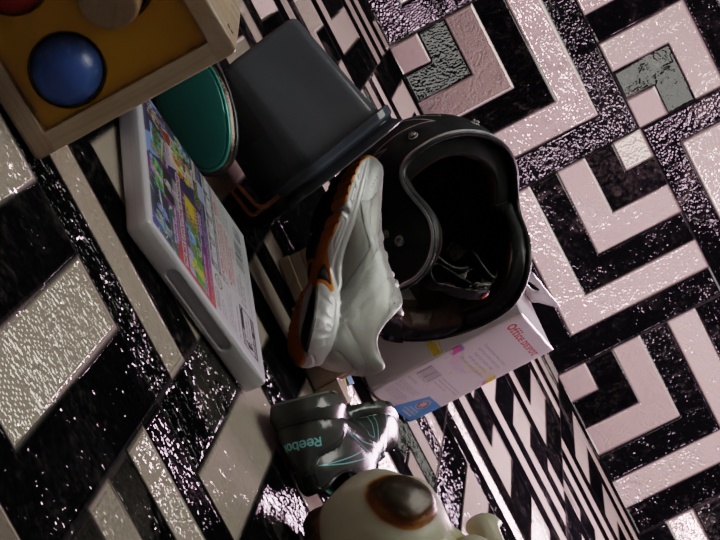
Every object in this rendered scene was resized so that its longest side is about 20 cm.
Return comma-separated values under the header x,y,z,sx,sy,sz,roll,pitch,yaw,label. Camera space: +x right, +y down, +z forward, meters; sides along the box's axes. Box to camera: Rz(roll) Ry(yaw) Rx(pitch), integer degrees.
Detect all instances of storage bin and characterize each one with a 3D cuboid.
x,y,z,sx,sy,sz,roll,pitch,yaw,label
-0.073,-0.133,1.865,0.135,0.145,0.200,52,-15,-3,storage bin

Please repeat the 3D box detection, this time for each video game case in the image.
x,y,z,sx,sy,sz,roll,pitch,yaw,label
-0.134,-0.029,1.611,0.183,0.023,0.201,57,13,-35,video game case

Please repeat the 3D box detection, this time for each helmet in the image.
x,y,z,sx,sy,sz,roll,pitch,yaw,label
0.063,-0.048,1.974,0.200,0.198,0.192,46,30,-60,helmet

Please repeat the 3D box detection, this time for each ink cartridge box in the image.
x,y,z,sx,sy,sz,roll,pitch,yaw,label
0.095,0.044,2.106,0.126,0.199,0.129,67,10,26,ink cartridge box

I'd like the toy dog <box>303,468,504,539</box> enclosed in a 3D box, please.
x,y,z,sx,sy,sz,roll,pitch,yaw,label
0.036,0.246,1.547,0.193,0.139,0.202,-23,87,-44,toy dog

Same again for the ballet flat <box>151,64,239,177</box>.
x,y,z,sx,sy,sz,roll,pitch,yaw,label
-0.154,-0.172,1.751,0.201,0.073,0.073,62,9,5,ballet flat

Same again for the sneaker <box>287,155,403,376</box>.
x,y,z,sx,sy,sz,roll,pitch,yaw,label
0.000,0.000,1.812,0.076,0.091,0.202,-20,-127,65,sneaker

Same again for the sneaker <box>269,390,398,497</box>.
x,y,z,sx,sy,sz,roll,pitch,yaw,label
-0.019,0.147,1.667,0.200,0.075,0.080,16,59,-67,sneaker

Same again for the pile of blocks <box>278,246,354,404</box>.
x,y,z,sx,sy,sz,roll,pitch,yaw,label
-0.019,0.054,1.890,0.082,0.062,0.201,55,13,-42,pile of blocks

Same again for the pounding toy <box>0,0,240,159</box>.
x,y,z,sx,sy,sz,roll,pitch,yaw,label
-0.171,-0.202,1.335,0.185,0.199,0.142,59,11,-20,pounding toy
